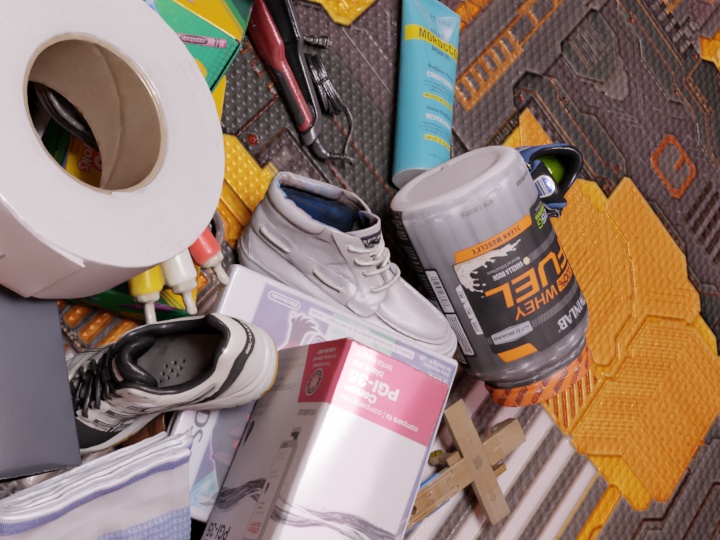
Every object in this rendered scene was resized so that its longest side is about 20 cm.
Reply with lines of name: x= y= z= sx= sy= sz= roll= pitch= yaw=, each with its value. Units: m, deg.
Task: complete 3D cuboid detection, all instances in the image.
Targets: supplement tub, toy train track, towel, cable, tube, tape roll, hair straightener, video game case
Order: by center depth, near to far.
tape roll: x=-0.183 y=-0.085 z=0.811 sx=0.202 sy=0.071 sz=0.203 roll=23 pitch=57 yaw=-41
towel: x=-0.174 y=0.209 z=0.870 sx=0.147 sy=0.024 sz=0.200 roll=-19 pitch=127 yaw=-36
cable: x=-0.150 y=-0.066 z=0.908 sx=0.097 sy=0.050 sz=0.200 roll=-32 pitch=110 yaw=-34
video game case: x=-0.039 y=0.116 z=0.964 sx=0.200 sy=0.023 sz=0.183 roll=25 pitch=75 yaw=-21
supplement tub: x=0.116 y=0.007 z=1.098 sx=0.123 sy=0.122 sz=0.200 roll=-40 pitch=111 yaw=-36
toy train track: x=0.063 y=0.186 z=1.122 sx=0.200 sy=0.033 sz=0.115 roll=-31 pitch=104 yaw=-32
hair straightener: x=-0.044 y=-0.185 z=1.131 sx=0.077 sy=0.041 sz=0.200 roll=-31 pitch=97 yaw=-37
tube: x=0.061 y=-0.169 z=1.207 sx=0.077 sy=0.050 sz=0.200 roll=28 pitch=57 yaw=-42

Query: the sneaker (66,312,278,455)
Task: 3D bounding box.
sneaker: x=-0.160 y=0.070 z=0.889 sx=0.088 sy=0.200 sz=0.076 roll=47 pitch=25 yaw=-66

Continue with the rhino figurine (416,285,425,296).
rhino figurine: x=0.019 y=0.065 z=1.100 sx=0.200 sy=0.060 sz=0.088 roll=-32 pitch=88 yaw=-41

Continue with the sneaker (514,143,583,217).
sneaker: x=0.135 y=-0.068 z=1.203 sx=0.200 sy=0.089 sz=0.079 roll=-40 pitch=102 yaw=-34

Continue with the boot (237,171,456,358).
boot: x=0.000 y=0.000 z=1.036 sx=0.200 sy=0.096 sz=0.074 roll=28 pitch=44 yaw=-1

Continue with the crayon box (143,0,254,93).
crayon box: x=-0.179 y=-0.211 z=0.939 sx=0.200 sy=0.058 sz=0.119 roll=30 pitch=23 yaw=-14

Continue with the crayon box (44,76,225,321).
crayon box: x=-0.177 y=-0.070 z=0.982 sx=0.119 sy=0.058 sz=0.201 roll=18 pitch=68 yaw=-32

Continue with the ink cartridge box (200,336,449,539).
ink cartridge box: x=-0.035 y=0.155 z=0.869 sx=0.083 sy=0.146 sz=0.200 roll=27 pitch=74 yaw=-18

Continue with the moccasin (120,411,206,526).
moccasin: x=-0.085 y=0.164 z=0.985 sx=0.201 sy=0.078 sz=0.074 roll=45 pitch=53 yaw=-18

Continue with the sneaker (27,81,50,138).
sneaker: x=-0.250 y=-0.174 z=0.929 sx=0.075 sy=0.115 sz=0.201 roll=-6 pitch=82 yaw=-37

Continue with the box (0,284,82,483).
box: x=-0.259 y=0.041 z=0.850 sx=0.079 sy=0.141 sz=0.201 roll=-5 pitch=81 yaw=-37
